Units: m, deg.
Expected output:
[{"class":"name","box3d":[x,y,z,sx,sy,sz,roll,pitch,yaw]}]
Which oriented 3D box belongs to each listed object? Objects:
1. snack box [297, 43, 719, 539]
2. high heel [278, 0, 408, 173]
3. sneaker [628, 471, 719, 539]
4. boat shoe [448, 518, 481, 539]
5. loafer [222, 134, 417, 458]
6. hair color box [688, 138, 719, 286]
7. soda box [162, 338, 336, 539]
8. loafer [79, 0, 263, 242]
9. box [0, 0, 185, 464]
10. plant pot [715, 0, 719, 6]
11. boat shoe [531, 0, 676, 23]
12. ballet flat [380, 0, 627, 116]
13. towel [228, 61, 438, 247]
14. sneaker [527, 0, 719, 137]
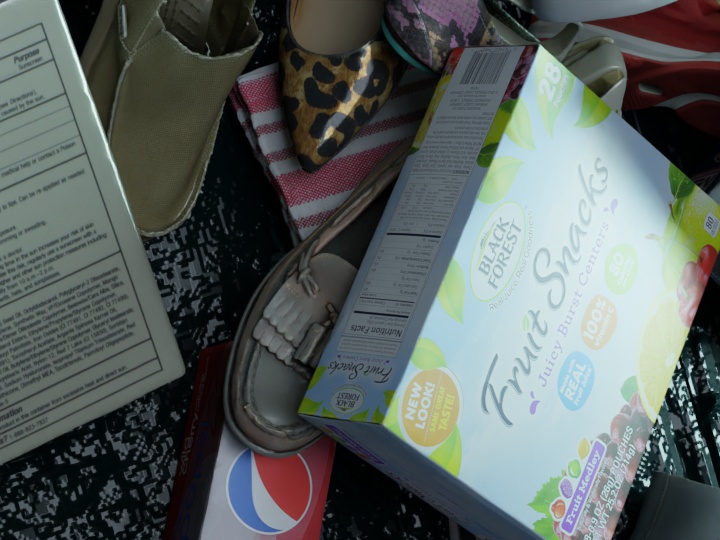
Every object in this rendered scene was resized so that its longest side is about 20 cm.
[{"class":"snack box","box3d":[0.079,0.020,1.165,0.168,0.067,0.201,37,67,-36]},{"class":"high heel","box3d":[-0.019,-0.162,1.192,0.071,0.143,0.201,6,67,21]},{"class":"sneaker","box3d":[0.226,0.190,1.304,0.199,0.075,0.107,28,77,-15]},{"class":"boat shoe","box3d":[0.068,0.075,1.263,0.073,0.060,0.202,-5,85,-17]},{"class":"loafer","box3d":[0.000,0.000,1.176,0.072,0.063,0.201,36,61,-2]},{"class":"hair color box","box3d":[0.266,-0.070,1.360,0.100,0.060,0.200,45,70,-10]},{"class":"soda box","box3d":[-0.061,0.139,1.199,0.063,0.070,0.202,15,78,-19]},{"class":"loafer","box3d":[-0.092,-0.104,1.182,0.076,0.067,0.202,-5,113,-38]},{"class":"box","box3d":[-0.183,-0.024,1.121,0.127,0.109,0.201,-25,110,-21]},{"class":"plant pot","box3d":[0.257,-0.201,1.226,0.198,0.028,0.202,-2,111,-6]},{"class":"boat shoe","box3d":[0.170,-0.179,1.170,0.198,0.072,0.066,-20,111,-2]},{"class":"ballet flat","box3d":[0.090,-0.102,1.231,0.200,0.071,0.069,33,30,-45]},{"class":"towel","box3d":[0.030,-0.029,1.252,0.145,0.030,0.201,-17,74,-24]},{"class":"sneaker","box3d":[0.191,-0.138,1.300,0.198,0.079,0.116,15,65,7]}]
